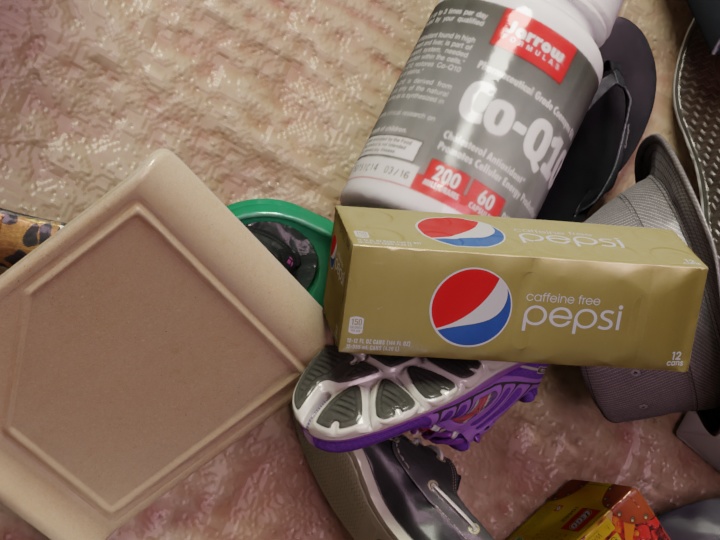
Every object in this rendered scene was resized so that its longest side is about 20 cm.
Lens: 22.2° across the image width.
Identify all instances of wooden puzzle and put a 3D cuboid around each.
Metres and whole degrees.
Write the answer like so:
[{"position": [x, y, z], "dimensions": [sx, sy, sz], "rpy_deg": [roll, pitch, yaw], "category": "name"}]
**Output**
[{"position": [-0.131, 0.048, 0.997], "dimensions": [0.200, 0.037, 0.185], "rpy_deg": [-40, 130, 4], "category": "wooden puzzle"}]

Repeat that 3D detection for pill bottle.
[{"position": [0.079, -0.102, 1.118], "dimensions": [0.114, 0.114, 0.201], "rpy_deg": [32, 75, -21], "category": "pill bottle"}]

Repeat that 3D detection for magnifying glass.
[{"position": [0.000, 0.000, 1.038], "dimensions": [0.199, 0.022, 0.080], "rpy_deg": [1, 120, -10], "category": "magnifying glass"}]

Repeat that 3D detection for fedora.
[{"position": [0.167, 0.022, 1.137], "dimensions": [0.090, 0.200, 0.177], "rpy_deg": [-18, 53, 1], "category": "fedora"}]

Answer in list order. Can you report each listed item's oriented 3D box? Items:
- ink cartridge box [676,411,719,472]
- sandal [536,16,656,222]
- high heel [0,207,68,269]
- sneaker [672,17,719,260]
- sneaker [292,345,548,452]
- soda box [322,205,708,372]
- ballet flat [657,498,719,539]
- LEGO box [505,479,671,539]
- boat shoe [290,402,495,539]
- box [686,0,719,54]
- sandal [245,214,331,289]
[{"position": [0.321, 0.051, 1.209], "dimensions": [0.084, 0.146, 0.200], "rpy_deg": [40, 73, -20], "category": "ink cartridge box"}, {"position": [0.142, -0.074, 1.186], "dimensions": [0.076, 0.043, 0.201], "rpy_deg": [33, 75, -21], "category": "sandal"}, {"position": [-0.193, -0.051, 0.993], "dimensions": [0.142, 0.071, 0.201], "rpy_deg": [-24, 107, -5], "category": "high heel"}, {"position": [0.259, -0.086, 1.242], "dimensions": [0.085, 0.073, 0.201], "rpy_deg": [20, 68, -59], "category": "sneaker"}, {"position": [0.046, 0.074, 1.053], "dimensions": [0.200, 0.081, 0.084], "rpy_deg": [-15, 123, -42], "category": "sneaker"}, {"position": [0.084, 0.010, 1.005], "dimensions": [0.199, 0.068, 0.064], "rpy_deg": [3, 110, -11], "category": "soda box"}, {"position": [0.286, 0.194, 1.226], "dimensions": [0.199, 0.073, 0.073], "rpy_deg": [10, 84, -25], "category": "ballet flat"}, {"position": [0.122, 0.251, 1.145], "dimensions": [0.200, 0.077, 0.149], "rpy_deg": [-39, 104, -21], "category": "LEGO box"}, {"position": [0.024, 0.132, 1.087], "dimensions": [0.067, 0.072, 0.200], "rpy_deg": [-28, 74, -27], "category": "boat shoe"}, {"position": [0.305, -0.232, 1.207], "dimensions": [0.199, 0.104, 0.148], "rpy_deg": [-4, 60, -24], "category": "box"}, {"position": [-0.093, 0.010, 1.068], "dimensions": [0.200, 0.048, 0.076], "rpy_deg": [-12, 92, -24], "category": "sandal"}]
